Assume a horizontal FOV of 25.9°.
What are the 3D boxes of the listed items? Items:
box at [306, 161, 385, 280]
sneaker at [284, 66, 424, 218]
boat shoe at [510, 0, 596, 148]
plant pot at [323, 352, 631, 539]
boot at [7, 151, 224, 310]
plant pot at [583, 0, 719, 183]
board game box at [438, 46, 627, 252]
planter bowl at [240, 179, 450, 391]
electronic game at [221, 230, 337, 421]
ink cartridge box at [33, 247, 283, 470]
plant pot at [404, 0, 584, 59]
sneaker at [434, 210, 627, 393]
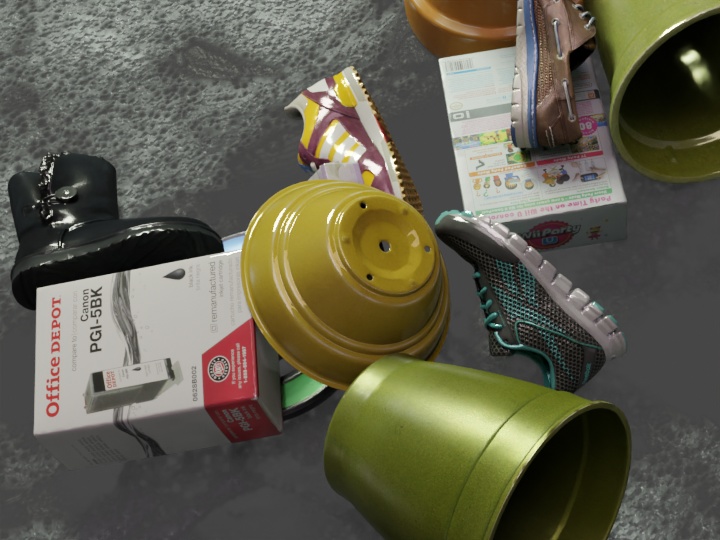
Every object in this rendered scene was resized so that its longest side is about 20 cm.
[{"bbox_3d":[0.000,0.000,1.389,0.038,0.041,0.201,-5,69,-30],"label":"box"},{"bbox_3d":[-0.008,-0.097,1.482,0.090,0.075,0.201,-27,55,7],"label":"sneaker"},{"bbox_3d":[0.178,-0.209,1.424,0.072,0.072,0.201,3,86,10],"label":"boat shoe"},{"bbox_3d":[0.080,0.161,1.247,0.192,0.201,0.201,24,64,35],"label":"plant pot"},{"bbox_3d":[-0.231,-0.051,1.454,0.199,0.077,0.169,-11,43,-1],"label":"boot"},{"bbox_3d":[0.297,-0.216,1.452,0.199,0.201,0.185,-16,46,-2],"label":"plant pot"},{"bbox_3d":[0.160,-0.116,1.468,0.147,0.064,0.201,-9,56,3],"label":"board game box"},{"bbox_3d":[0.005,-0.005,1.318,0.199,0.083,0.201,11,61,-21],"label":"planter bowl"},{"bbox_3d":[-0.092,0.048,1.413,0.199,0.042,0.201,-3,58,5],"label":"electronic game"},{"bbox_3d":[-0.175,0.077,1.347,0.199,0.083,0.148,-11,61,9],"label":"ink cartridge box"},{"bbox_3d":[0.135,-0.328,1.532,0.199,0.184,0.201,-3,58,5],"label":"plant pot"},{"bbox_3d":[0.133,0.030,1.352,0.200,0.078,0.091,41,82,5],"label":"sneaker"}]
